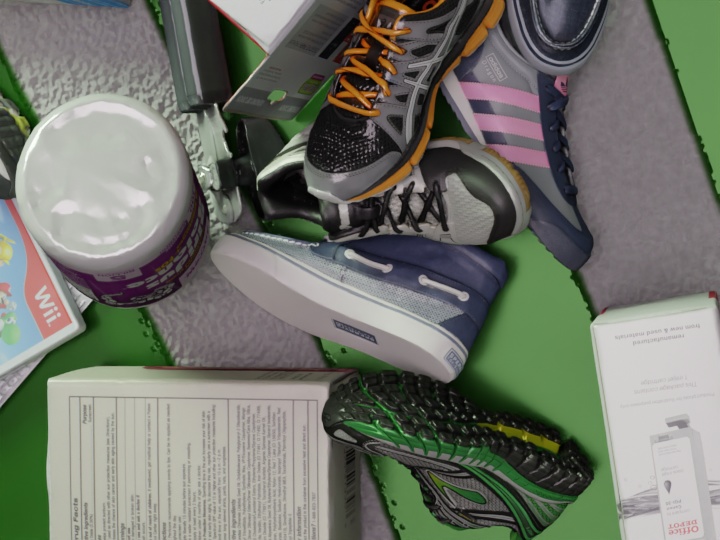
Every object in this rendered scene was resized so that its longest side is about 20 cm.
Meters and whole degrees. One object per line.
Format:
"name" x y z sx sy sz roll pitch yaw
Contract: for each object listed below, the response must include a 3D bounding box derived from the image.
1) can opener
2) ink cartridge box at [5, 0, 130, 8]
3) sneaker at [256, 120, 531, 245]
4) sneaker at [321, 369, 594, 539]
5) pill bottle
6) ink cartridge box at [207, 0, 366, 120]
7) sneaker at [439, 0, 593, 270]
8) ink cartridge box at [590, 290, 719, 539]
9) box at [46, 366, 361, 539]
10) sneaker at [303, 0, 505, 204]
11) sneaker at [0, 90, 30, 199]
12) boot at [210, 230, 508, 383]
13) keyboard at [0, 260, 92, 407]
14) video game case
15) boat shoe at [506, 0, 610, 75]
"can opener" -0.100 -0.129 1.405 0.066 0.053 0.202 -15 91 -23
"ink cartridge box" -0.261 -0.249 1.415 0.198 0.068 0.116 4 93 11
"sneaker" 0.018 -0.043 1.324 0.199 0.087 0.076 11 125 39
"sneaker" 0.058 0.131 1.329 0.199 0.078 0.086 24 111 -25
"pill bottle" -0.156 -0.037 1.330 0.111 0.200 0.114 0 79 1
"ink cartridge box" -0.039 -0.190 1.305 0.084 0.200 0.176 41 98 7
"sneaker" 0.115 -0.100 1.347 0.082 0.070 0.201 -31 88 12
"ink cartridge box" 0.204 0.122 1.300 0.082 0.146 0.202 -8 92 10
"box" -0.104 0.132 1.381 0.198 0.109 0.129 1 93 11
"sneaker" 0.018 -0.135 1.290 0.078 0.077 0.201 21 73 29
"sneaker" -0.309 -0.112 1.434 0.200 0.074 0.085 45 107 17
"boot" 0.000 0.000 1.384 0.199 0.073 0.091 25 67 19
"keyboard" -0.239 0.034 1.453 0.056 0.011 0.200 43 99 7
"video game case" -0.312 0.027 1.457 0.199 0.017 0.144 -30 81 11
"boat shoe" 0.141 -0.232 1.302 0.070 0.091 0.202 9 83 -7
